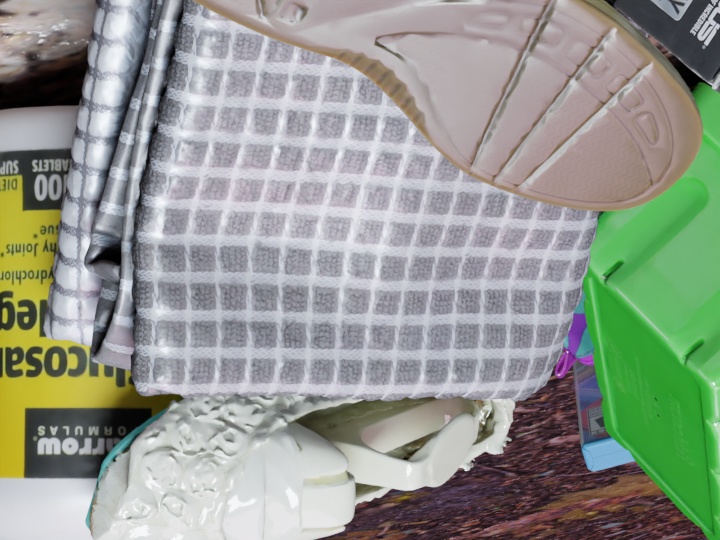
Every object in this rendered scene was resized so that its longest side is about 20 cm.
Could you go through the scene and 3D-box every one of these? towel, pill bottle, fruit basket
[{"bbox_3d":[-0.002,-0.037,0.865,0.199,0.166,0.086,1,-156,-31],"label":"towel"},{"bbox_3d":[-0.104,0.041,0.951,0.112,0.201,0.112,-1,176,0],"label":"pill bottle"},{"bbox_3d":[0.198,-0.002,1.077,0.215,0.156,0.216,-29,146,-22],"label":"fruit basket"}]

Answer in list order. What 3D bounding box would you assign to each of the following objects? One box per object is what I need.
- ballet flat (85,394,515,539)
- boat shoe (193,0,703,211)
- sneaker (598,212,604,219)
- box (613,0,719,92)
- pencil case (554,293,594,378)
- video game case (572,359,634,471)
[{"bbox_3d":[-0.012,0.067,0.913,0.072,0.072,0.200,-28,175,43],"label":"ballet flat"},{"bbox_3d":[0.023,-0.086,0.770,0.199,0.065,0.072,26,121,-21],"label":"boat shoe"},{"bbox_3d":[0.093,-0.064,1.015,0.082,0.074,0.200,-29,163,32],"label":"sneaker"},{"bbox_3d":[0.189,-0.120,0.795,0.200,0.050,0.158,11,118,-54],"label":"box"},{"bbox_3d":[0.183,-0.015,1.214,0.199,0.093,0.085,-15,170,12],"label":"pencil case"},{"bbox_3d":[0.178,0.027,1.255,0.142,0.018,0.200,-16,-154,10],"label":"video game case"}]
